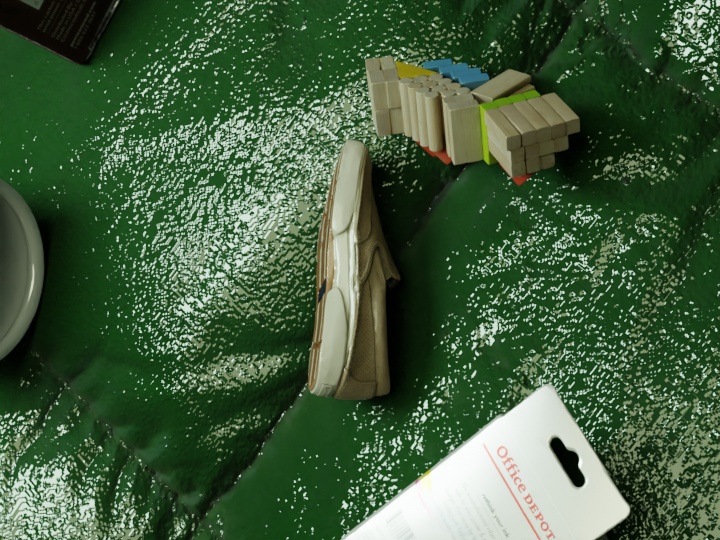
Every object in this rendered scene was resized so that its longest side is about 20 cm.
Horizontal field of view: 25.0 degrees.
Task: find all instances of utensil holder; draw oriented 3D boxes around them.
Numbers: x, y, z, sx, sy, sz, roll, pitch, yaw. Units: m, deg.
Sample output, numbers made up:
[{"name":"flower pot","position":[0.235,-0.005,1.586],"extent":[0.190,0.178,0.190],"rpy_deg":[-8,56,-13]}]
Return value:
[{"name":"utensil holder","position":[-0.406,-0.005,1.415],"extent":[0.199,0.170,0.171],"rpy_deg":[5,81,33]}]

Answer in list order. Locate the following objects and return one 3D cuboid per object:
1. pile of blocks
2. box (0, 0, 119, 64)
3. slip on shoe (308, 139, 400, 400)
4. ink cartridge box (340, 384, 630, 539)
[{"name":"pile of blocks","position":[0.083,-0.111,1.225],"extent":[0.199,0.082,0.062],"rpy_deg":[27,136,41]},{"name":"box","position":[-0.318,-0.313,1.436],"extent":[0.200,0.164,0.167],"rpy_deg":[33,96,32]},{"name":"slip on shoe","position":[0.000,0.000,1.241],"extent":[0.060,0.076,0.201],"rpy_deg":[7,70,-8]},{"name":"ink cartridge box","position":[0.096,0.183,1.132],"extent":[0.200,0.067,0.117],"rpy_deg":[-40,61,18]}]
